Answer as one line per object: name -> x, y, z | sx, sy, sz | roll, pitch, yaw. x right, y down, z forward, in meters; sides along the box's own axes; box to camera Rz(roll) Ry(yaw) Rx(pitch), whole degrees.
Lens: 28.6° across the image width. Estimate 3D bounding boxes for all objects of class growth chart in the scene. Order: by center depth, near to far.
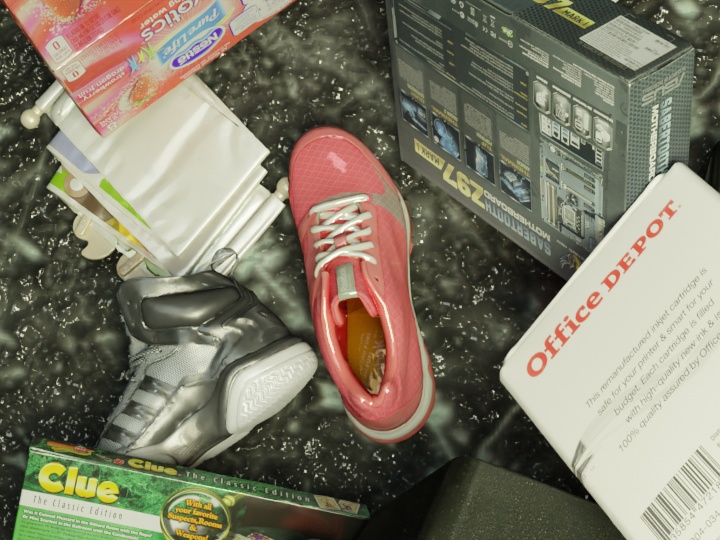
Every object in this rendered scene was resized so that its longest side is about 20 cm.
growth chart -> -0.138, -0.072, 0.928 | 0.144, 0.018, 0.201 | -40, 74, 2

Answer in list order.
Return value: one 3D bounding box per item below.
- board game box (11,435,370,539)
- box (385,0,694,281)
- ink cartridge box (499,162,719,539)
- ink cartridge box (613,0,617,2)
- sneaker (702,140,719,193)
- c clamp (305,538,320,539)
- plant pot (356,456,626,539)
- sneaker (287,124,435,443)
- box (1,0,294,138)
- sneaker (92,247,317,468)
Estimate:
board game box -> -0.102, 0.166, 0.818 | 0.197, 0.023, 0.106 | 14, 105, -8
box -> 0.093, -0.088, 0.780 | 0.051, 0.159, 0.200 | -29, 46, -23
ink cartridge box -> 0.177, 0.067, 0.666 | 0.146, 0.084, 0.200 | -50, 41, 12
ink cartridge box -> 0.079, -0.210, 0.885 | 0.116, 0.068, 0.200 | -41, 73, 1
sneaker -> 0.171, 0.002, 0.819 | 0.083, 0.077, 0.201 | 31, 85, 12
c clamp -> -0.037, 0.202, 0.719 | 0.027, 0.200, 0.172 | 25, 99, -7
plant pot -> 0.068, 0.213, 0.723 | 0.197, 0.200, 0.179 | 22, 60, -11
sneaker -> 0.000, 0.000, 0.848 | 0.073, 0.087, 0.203 | -16, 77, 7
box -> -0.121, -0.192, 0.894 | 0.199, 0.103, 0.095 | -37, 70, -4
sneaker -> -0.132, 0.072, 0.863 | 0.199, 0.076, 0.114 | -34, 82, -1
